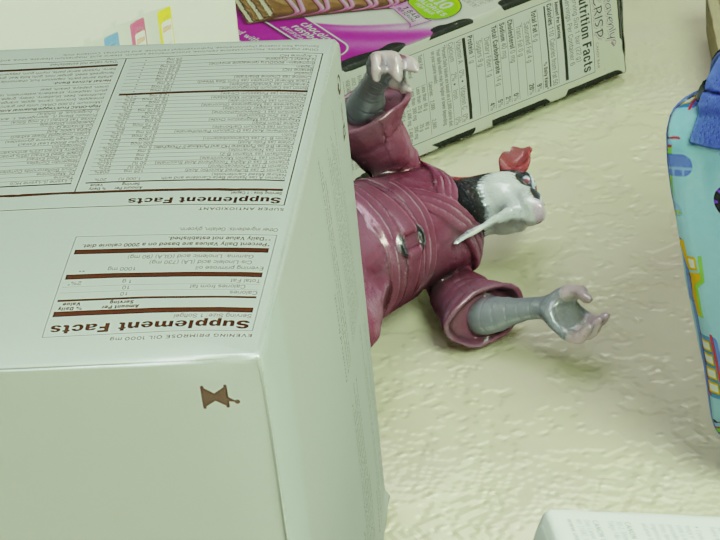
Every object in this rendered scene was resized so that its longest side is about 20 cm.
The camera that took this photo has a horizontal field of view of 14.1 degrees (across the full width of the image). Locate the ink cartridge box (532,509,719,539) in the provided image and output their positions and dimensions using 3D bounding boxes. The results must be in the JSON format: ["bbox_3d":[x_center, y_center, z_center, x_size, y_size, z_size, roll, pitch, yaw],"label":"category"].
[{"bbox_3d":[0.163,0.141,0.922,0.199,0.050,0.162,7,28,-14],"label":"ink cartridge box"}]

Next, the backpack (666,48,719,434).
[{"bbox_3d":[0.225,-0.008,0.995,0.199,0.184,0.134,16,39,36],"label":"backpack"}]

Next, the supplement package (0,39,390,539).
[{"bbox_3d":[-0.078,0.055,0.943,0.146,0.192,0.200,-2,30,8],"label":"supplement package"}]

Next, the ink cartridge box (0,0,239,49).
[{"bbox_3d":[-0.135,-0.101,1.205,0.125,0.201,0.128,-27,36,-32],"label":"ink cartridge box"}]

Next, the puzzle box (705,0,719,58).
[{"bbox_3d":[0.257,-0.094,1.294,0.198,0.026,0.133,-4,31,3],"label":"puzzle box"}]

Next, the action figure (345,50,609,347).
[{"bbox_3d":[0.000,0.000,1.148,0.199,0.135,0.149,-17,-13,-41],"label":"action figure"}]

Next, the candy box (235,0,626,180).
[{"bbox_3d":[0.003,-0.106,1.325,0.199,0.061,0.136,-23,34,-27],"label":"candy box"}]
